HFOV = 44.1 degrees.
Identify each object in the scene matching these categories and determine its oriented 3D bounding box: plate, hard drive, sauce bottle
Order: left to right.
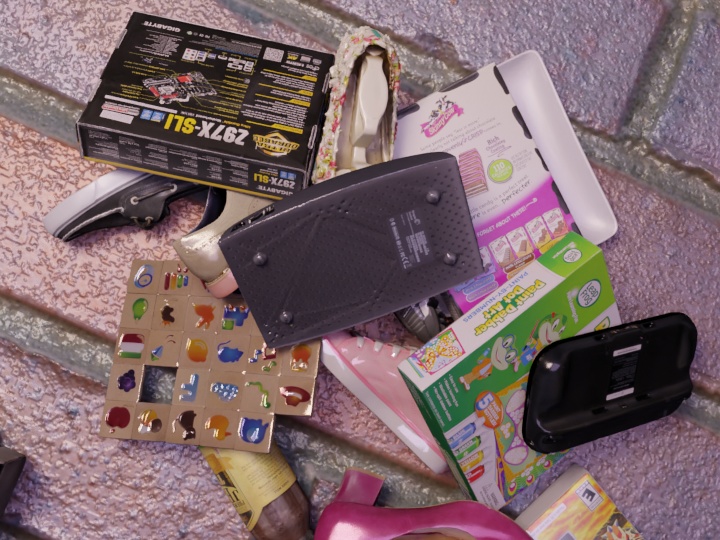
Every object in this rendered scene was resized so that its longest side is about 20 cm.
[{"bbox_3d":[-0.089,0.202,0.820,0.064,0.065,0.201,-31,89,-6],"label":"sauce bottle"},{"bbox_3d":[-0.005,-0.019,0.738,0.198,0.042,0.136,-20,127,2],"label":"hard drive"},{"bbox_3d":[0.124,-0.084,0.870,0.198,0.032,0.202,-26,90,-6],"label":"plate"}]

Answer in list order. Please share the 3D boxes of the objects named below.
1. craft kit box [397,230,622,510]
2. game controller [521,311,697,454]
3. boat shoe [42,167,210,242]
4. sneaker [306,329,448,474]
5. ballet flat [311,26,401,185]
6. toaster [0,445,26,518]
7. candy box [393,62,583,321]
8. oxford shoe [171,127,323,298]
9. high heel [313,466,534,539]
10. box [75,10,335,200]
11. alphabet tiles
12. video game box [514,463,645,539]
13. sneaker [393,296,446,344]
[{"bbox_3d":[0.150,0.099,0.797,0.197,0.048,0.201,-39,130,-12],"label":"craft kit box"},{"bbox_3d":[0.228,0.099,0.802,0.198,0.042,0.106,-10,106,-29],"label":"game controller"},{"bbox_3d":[-0.194,-0.072,0.823,0.199,0.069,0.057,-28,91,-8],"label":"boat shoe"},{"bbox_3d":[0.038,0.088,0.832,0.200,0.075,0.105,45,89,-9],"label":"sneaker"},{"bbox_3d":[-0.001,-0.105,0.753,0.075,0.064,0.202,-1,98,-13],"label":"ballet flat"},{"bbox_3d":[-0.410,0.212,0.763,0.179,0.119,0.202,23,85,-3],"label":"toaster"},{"bbox_3d":[0.105,-0.067,0.820,0.135,0.061,0.202,-26,90,-4],"label":"candy box"},{"bbox_3d":[-0.091,-0.072,0.803,0.074,0.071,0.201,44,58,-20],"label":"oxford shoe"},{"bbox_3d":[0.059,0.249,0.798,0.198,0.068,0.096,20,49,7],"label":"high heel"},{"bbox_3d":[-0.131,-0.149,0.797,0.198,0.050,0.161,11,53,-2],"label":"box"},{"bbox_3d":[-0.131,0.074,0.800,0.198,0.008,0.169,2,73,14],"label":"alphabet tiles"},{"bbox_3d":[0.198,0.324,0.852,0.200,0.047,0.183,-42,94,-6],"label":"video game box"},{"bbox_3d":[0.000,0.000,0.830,0.090,0.066,0.201,-37,74,4],"label":"sneaker"}]
